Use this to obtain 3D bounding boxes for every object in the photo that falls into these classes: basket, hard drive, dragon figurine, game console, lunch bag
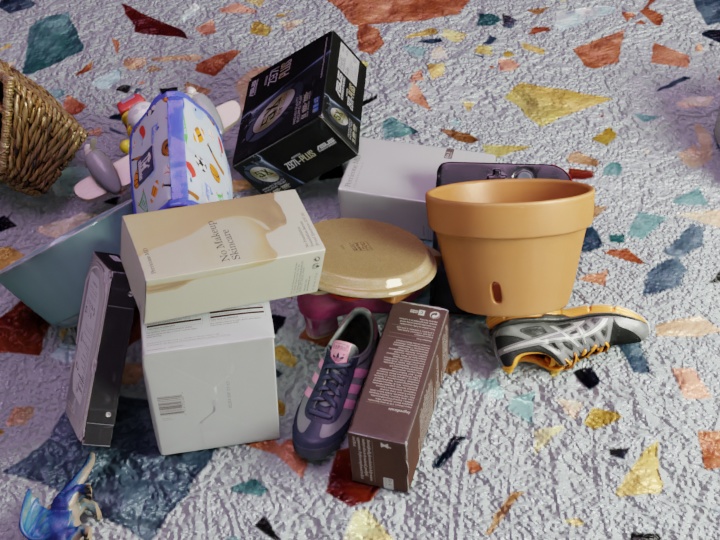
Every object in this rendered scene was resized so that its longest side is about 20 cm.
[{"bbox_3d":[-0.506,-0.207,1.614,0.143,0.149,0.200,-52,42,2],"label":"basket"},{"bbox_3d":[-0.300,0.087,1.315,0.038,0.200,0.140,8,8,-23],"label":"hard drive"},{"bbox_3d":[-0.340,0.275,1.254,0.099,0.059,0.200,-6,48,-2],"label":"dragon figurine"},{"bbox_3d":[0.181,-0.039,1.464,0.177,0.031,0.200,3,82,5],"label":"game console"},{"bbox_3d":[-0.224,-0.104,1.430,0.124,0.200,0.170,-6,65,-4],"label":"lunch bag"}]

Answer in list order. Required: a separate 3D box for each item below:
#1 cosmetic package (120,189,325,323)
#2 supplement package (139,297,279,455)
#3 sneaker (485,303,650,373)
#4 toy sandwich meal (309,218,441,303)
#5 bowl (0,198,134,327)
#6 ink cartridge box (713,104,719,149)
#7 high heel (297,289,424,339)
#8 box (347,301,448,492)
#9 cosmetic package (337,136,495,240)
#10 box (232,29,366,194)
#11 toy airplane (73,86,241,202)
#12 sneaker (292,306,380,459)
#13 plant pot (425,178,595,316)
[{"bbox_3d":[-0.150,-0.018,1.236,0.200,0.071,0.105,-11,50,-23],"label":"cosmetic package"},{"bbox_3d":[-0.180,0.073,1.338,0.147,0.191,0.200,-7,47,-8],"label":"supplement package"},{"bbox_3d":[0.254,0.085,1.392,0.200,0.078,0.077,-2,70,-1],"label":"sneaker"},{"bbox_3d":[0.000,0.000,1.367,0.205,0.070,0.205,4,28,-2],"label":"toy sandwich meal"},{"bbox_3d":[-0.349,0.000,1.447,0.201,0.105,0.201,-27,11,5],"label":"bowl"},{"bbox_3d":[0.617,-0.204,1.578,0.200,0.145,0.147,-4,46,-1],"label":"ink cartridge box"},{"bbox_3d":[0.010,0.010,1.452,0.200,0.096,0.067,-22,49,-16],"label":"high heel"},{"bbox_3d":[0.047,0.144,1.325,0.075,0.100,0.200,9,47,12],"label":"box"},{"bbox_3d":[0.079,-0.109,1.568,0.200,0.081,0.113,9,51,10],"label":"cosmetic package"},{"bbox_3d":[-0.084,-0.222,1.631,0.164,0.086,0.200,-25,40,29],"label":"box"},{"bbox_3d":[-0.287,-0.174,1.609,0.199,0.141,0.200,8,57,17],"label":"toy airplane"},{"bbox_3d":[-0.032,0.128,1.355,0.070,0.082,0.200,12,49,14],"label":"sneaker"},{"bbox_3d":[0.179,-0.028,1.363,0.200,0.140,0.200,-3,13,1],"label":"plant pot"}]
